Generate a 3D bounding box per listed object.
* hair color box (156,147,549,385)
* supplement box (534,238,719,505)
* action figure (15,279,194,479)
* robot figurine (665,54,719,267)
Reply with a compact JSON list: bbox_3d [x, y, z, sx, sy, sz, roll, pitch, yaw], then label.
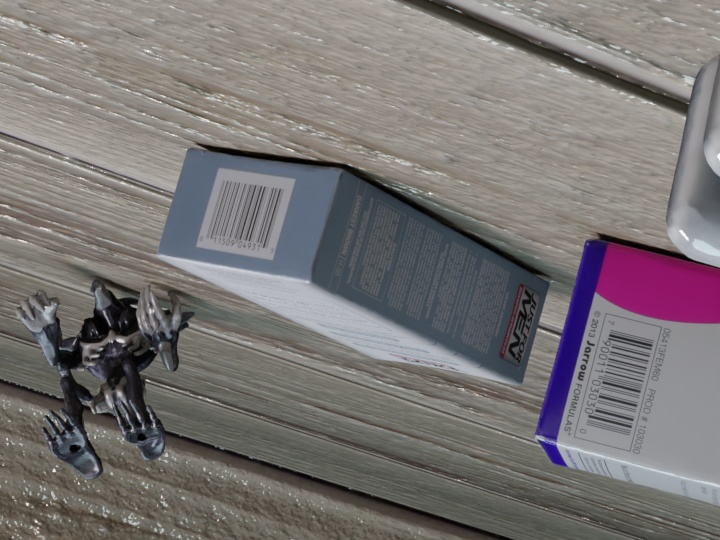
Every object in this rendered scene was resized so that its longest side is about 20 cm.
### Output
[{"bbox_3d":[0.000,0.000,1.379,0.099,0.061,0.200,10,169,36],"label":"hair color box"},{"bbox_3d":[0.195,0.063,1.294,0.200,0.101,0.103,14,172,11],"label":"supplement box"},{"bbox_3d":[-0.178,0.055,1.940,0.119,0.102,0.200,-11,-148,2],"label":"action figure"},{"bbox_3d":[0.187,-0.017,0.734,0.200,0.113,0.170,15,153,0],"label":"robot figurine"}]
